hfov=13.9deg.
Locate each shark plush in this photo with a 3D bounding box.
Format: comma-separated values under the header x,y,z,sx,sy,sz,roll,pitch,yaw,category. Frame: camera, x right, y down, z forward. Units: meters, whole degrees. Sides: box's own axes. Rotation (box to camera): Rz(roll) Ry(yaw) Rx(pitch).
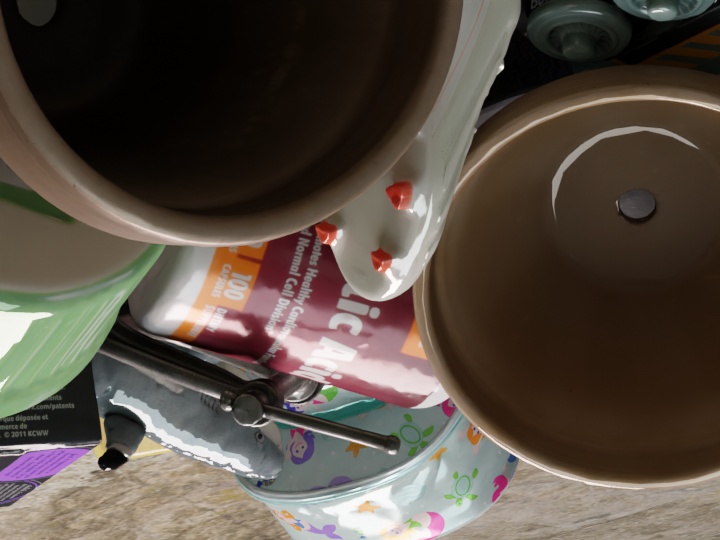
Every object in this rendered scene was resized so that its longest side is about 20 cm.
x,y,z,sx,sy,sz,roll,pitch,yaw,category
-0.121,0.064,1.523,0.091,0.084,0.199,-18,163,38,shark plush

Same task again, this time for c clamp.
x,y,z,sx,sy,sz,roll,pitch,yaw,category
-0.063,0.051,1.422,0.170,0.027,0.200,18,-174,0,c clamp

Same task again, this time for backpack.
x,y,z,sx,sy,sz,roll,pitch,yaw,category
0.005,0.055,1.672,0.177,0.201,0.151,-14,144,21,backpack

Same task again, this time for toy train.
x,y,z,sx,sy,sz,roll,pitch,yaw,category
0.155,-0.133,1.259,0.114,0.086,0.200,23,149,-32,toy train

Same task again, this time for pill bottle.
x,y,z,sx,sy,sz,roll,pitch,yaw,category
0.000,0.000,1.395,0.199,0.115,0.114,16,157,-17,pill bottle

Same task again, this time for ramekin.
x,y,z,sx,sy,sz,roll,pitch,yaw,category
-0.167,-0.047,1.215,0.199,0.201,0.098,1,155,-33,ramekin

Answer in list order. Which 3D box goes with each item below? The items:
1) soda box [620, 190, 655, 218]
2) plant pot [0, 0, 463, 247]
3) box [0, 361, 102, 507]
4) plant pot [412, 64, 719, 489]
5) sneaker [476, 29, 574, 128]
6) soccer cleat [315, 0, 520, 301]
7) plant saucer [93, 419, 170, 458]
x,y,z,sx,sy,sz,roll,pitch,yaw,category
0.152,-0.035,1.449,0.063,0.071,0.200,-15,-161,-32,soda box
-0.088,-0.110,1.103,0.199,0.202,0.174,0,-179,-30,plant pot
-0.199,0.000,1.338,0.106,0.201,0.122,-1,162,-30,box
0.125,-0.010,1.318,0.200,0.202,0.093,-13,-155,11,plant pot
0.034,-0.084,1.418,0.199,0.073,0.085,-3,160,-26,sneaker
0.032,-0.083,1.238,0.077,0.201,0.069,-10,-154,-42,soccer cleat
-0.089,0.069,1.943,0.199,0.049,0.200,-10,165,-1,plant saucer
